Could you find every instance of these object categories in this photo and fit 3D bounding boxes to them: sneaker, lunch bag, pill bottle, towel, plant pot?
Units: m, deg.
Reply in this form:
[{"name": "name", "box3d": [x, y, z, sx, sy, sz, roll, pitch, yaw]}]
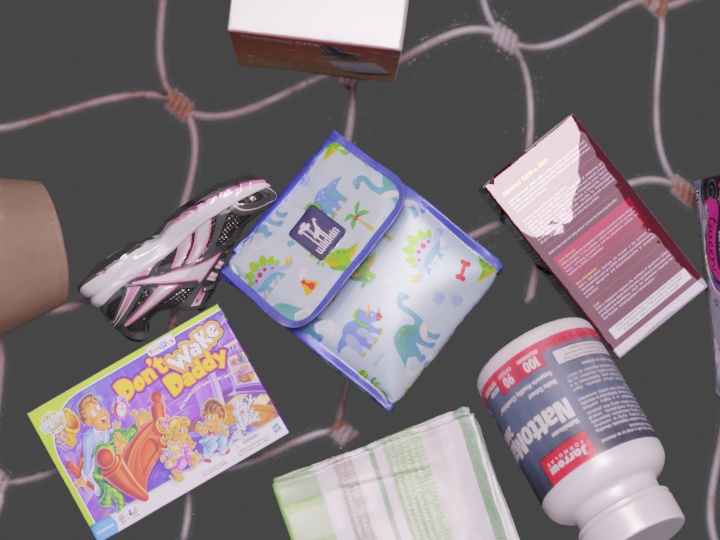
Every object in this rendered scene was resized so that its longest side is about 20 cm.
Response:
[{"name": "sneaker", "box3d": [-0.153, -0.010, 1.748, 0.199, 0.080, 0.087, -33, 101, 5]}, {"name": "lunch bag", "box3d": [0.000, 0.000, 1.714, 0.200, 0.127, 0.170, 40, 86, 1]}, {"name": "pill bottle", "box3d": [0.197, 0.154, 1.685, 0.119, 0.120, 0.201, -28, 66, -2]}, {"name": "towel", "box3d": [0.033, 0.225, 1.745, 0.199, 0.031, 0.150, -19, 78, -2]}, {"name": "plant pot", "box3d": [-0.355, -0.010, 1.693, 0.173, 0.200, 0.202, -13, 88, -19]}]

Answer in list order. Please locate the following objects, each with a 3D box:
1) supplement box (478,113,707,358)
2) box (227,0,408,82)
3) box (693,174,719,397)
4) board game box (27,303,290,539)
[{"name": "supplement box", "box3d": [0.210, -0.030, 1.753, 0.109, 0.061, 0.200, -38, 90, -3]}, {"name": "box", "box3d": [-0.034, -0.237, 1.686, 0.151, 0.200, 0.107, 7, 88, 0]}, {"name": "box", "box3d": [0.385, 0.009, 1.715, 0.131, 0.115, 0.202, -5, 88, -15]}, {"name": "board game box", "box3d": [-0.182, 0.138, 1.747, 0.199, 0.045, 0.135, -30, 89, -2]}]
